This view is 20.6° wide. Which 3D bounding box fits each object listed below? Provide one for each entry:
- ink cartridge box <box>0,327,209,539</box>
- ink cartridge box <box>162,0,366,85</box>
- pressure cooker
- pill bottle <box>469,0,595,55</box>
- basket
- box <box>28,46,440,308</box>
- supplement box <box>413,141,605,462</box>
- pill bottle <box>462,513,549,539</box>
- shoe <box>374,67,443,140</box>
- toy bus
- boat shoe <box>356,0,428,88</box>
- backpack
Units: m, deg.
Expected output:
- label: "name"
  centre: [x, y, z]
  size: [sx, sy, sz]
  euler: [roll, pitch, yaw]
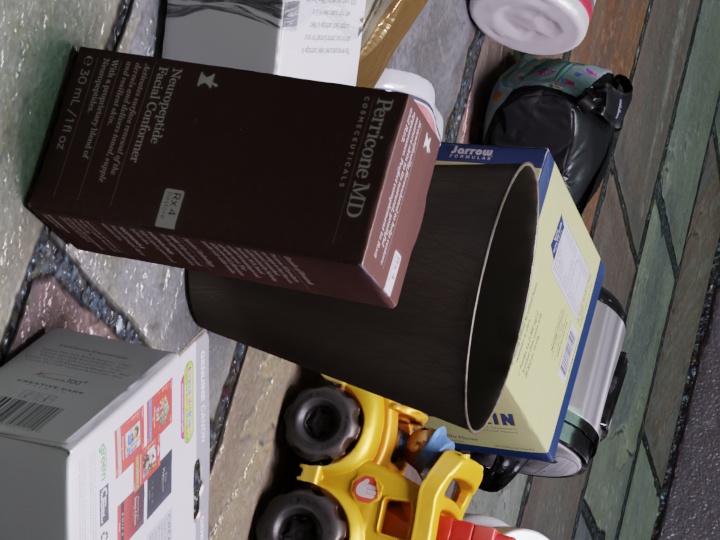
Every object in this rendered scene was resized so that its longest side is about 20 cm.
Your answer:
- label: "ink cartridge box"
  centre: [-0.154, 0.144, 1.100]
  size: [0.176, 0.084, 0.201]
  euler: [-43, 139, -61]
- label: "ink cartridge box"
  centre: [-0.055, -0.177, 1.234]
  size: [0.146, 0.084, 0.201]
  euler: [-15, 114, -70]
- label: "pressure cooker"
  centre: [0.147, 0.110, 1.859]
  size: [0.176, 0.178, 0.200]
  euler: [43, 57, -48]
- label: "pill bottle"
  centre: [0.177, -0.308, 1.826]
  size: [0.111, 0.110, 0.200]
  euler: [66, 38, -60]
- label: "basket"
  centre: [0.000, 0.000, 1.305]
  size: [0.136, 0.199, 0.181]
  euler: [50, 53, -68]
- label: "box"
  centre: [-0.068, -0.051, 1.073]
  size: [0.075, 0.199, 0.100]
  euler: [53, 50, -65]
- label: "supplement box"
  centre: [0.101, 0.026, 1.688]
  size: [0.200, 0.134, 0.200]
  euler: [56, 45, -52]
- label: "pill bottle"
  centre: [0.072, 0.253, 1.631]
  size: [0.109, 0.200, 0.110]
  euler: [2, 86, -33]
- label: "shoe"
  centre: [0.023, -0.092, 1.531]
  size: [0.200, 0.071, 0.091]
  euler: [41, 55, -74]
- label: "toy bus"
  centre: [0.033, 0.182, 1.518]
  size: [0.136, 0.191, 0.201]
  euler: [45, 55, -66]
- label: "boat shoe"
  centre: [-0.015, -0.166, 1.389]
  size: [0.200, 0.069, 0.074]
  euler: [-55, 164, -9]
- label: "backpack"
  centre: [0.186, -0.136, 1.922]
  size: [0.200, 0.126, 0.167]
  euler: [-49, 156, -60]
